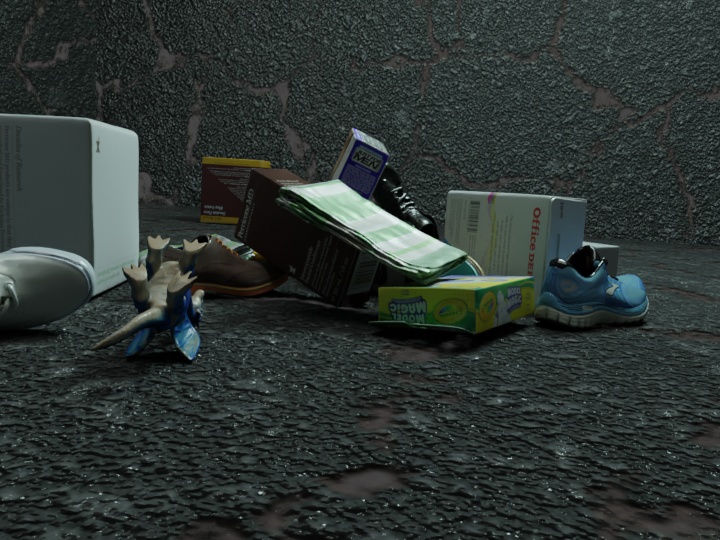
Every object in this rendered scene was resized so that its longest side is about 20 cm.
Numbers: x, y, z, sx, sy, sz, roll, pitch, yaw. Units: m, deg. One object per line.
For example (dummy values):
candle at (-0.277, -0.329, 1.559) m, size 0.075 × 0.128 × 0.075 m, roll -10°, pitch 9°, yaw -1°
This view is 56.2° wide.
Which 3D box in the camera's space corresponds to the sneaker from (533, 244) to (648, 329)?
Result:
sneaker at (0.290, 0.016, 0.818) m, size 0.197 × 0.093 × 0.077 m, roll -3°, pitch 9°, yaw -42°

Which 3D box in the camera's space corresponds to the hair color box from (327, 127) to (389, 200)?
hair color box at (-0.027, -0.111, 1.053) m, size 0.064 × 0.203 × 0.110 m, roll 24°, pitch 15°, yaw -12°

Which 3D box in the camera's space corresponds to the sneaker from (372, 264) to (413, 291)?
sneaker at (0.000, 0.000, 0.935) m, size 0.197 × 0.076 × 0.078 m, roll 2°, pitch 14°, yaw 44°

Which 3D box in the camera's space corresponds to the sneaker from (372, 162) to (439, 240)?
sneaker at (0.083, -0.081, 1.088) m, size 0.059 × 0.204 × 0.103 m, roll -25°, pitch 14°, yaw -27°

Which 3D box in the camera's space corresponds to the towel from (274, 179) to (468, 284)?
towel at (0.017, -0.051, 0.775) m, size 0.197 × 0.024 × 0.152 m, roll 30°, pitch 21°, yaw 18°

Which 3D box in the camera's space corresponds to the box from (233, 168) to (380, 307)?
box at (-0.065, -0.047, 0.864) m, size 0.198 × 0.102 × 0.074 m, roll 32°, pitch 23°, yaw 31°

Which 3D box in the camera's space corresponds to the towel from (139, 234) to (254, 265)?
towel at (-0.257, -0.026, 1.023) m, size 0.146 × 0.032 × 0.199 m, roll -13°, pitch 15°, yaw -25°

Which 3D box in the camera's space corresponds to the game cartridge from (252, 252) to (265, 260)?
game cartridge at (-0.123, -0.023, 1.171) m, size 0.172 × 0.033 × 0.199 m, roll 6°, pitch 9°, yaw 19°

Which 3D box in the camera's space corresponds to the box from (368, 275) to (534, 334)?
box at (0.102, 0.034, 0.731) m, size 0.115 × 0.050 × 0.198 m, roll 0°, pitch 6°, yaw 33°

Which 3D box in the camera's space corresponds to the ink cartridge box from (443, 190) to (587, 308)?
ink cartridge box at (0.212, -0.034, 0.957) m, size 0.083 × 0.149 × 0.198 m, roll 0°, pitch 8°, yaw -34°

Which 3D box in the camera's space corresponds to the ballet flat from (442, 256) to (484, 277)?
ballet flat at (0.109, 0.006, 0.930) m, size 0.062 × 0.070 × 0.198 m, roll 15°, pitch -1°, yaw -40°

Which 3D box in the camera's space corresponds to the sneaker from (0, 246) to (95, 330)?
sneaker at (-0.329, 0.027, 0.571) m, size 0.195 × 0.075 × 0.071 m, roll -8°, pitch 19°, yaw -16°

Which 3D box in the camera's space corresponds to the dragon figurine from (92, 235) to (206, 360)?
dragon figurine at (-0.160, 0.039, 0.550) m, size 0.057 × 0.102 × 0.201 m, roll 4°, pitch 26°, yaw -7°

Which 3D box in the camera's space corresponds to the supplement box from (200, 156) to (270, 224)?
supplement box at (-0.400, -0.253, 2.166) m, size 0.192 × 0.206 × 0.133 m, roll 4°, pitch 7°, yaw 5°

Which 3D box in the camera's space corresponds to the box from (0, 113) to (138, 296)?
box at (-0.380, -0.082, 0.831) m, size 0.167 × 0.206 × 0.199 m, roll 1°, pitch 6°, yaw -4°

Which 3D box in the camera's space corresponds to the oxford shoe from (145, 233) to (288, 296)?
oxford shoe at (-0.174, -0.008, 0.853) m, size 0.197 × 0.075 × 0.070 m, roll -3°, pitch 9°, yaw -43°

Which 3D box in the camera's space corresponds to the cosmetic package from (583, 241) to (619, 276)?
cosmetic package at (0.353, -0.011, 1.146) m, size 0.100 × 0.076 × 0.198 m, roll 10°, pitch 11°, yaw 41°
